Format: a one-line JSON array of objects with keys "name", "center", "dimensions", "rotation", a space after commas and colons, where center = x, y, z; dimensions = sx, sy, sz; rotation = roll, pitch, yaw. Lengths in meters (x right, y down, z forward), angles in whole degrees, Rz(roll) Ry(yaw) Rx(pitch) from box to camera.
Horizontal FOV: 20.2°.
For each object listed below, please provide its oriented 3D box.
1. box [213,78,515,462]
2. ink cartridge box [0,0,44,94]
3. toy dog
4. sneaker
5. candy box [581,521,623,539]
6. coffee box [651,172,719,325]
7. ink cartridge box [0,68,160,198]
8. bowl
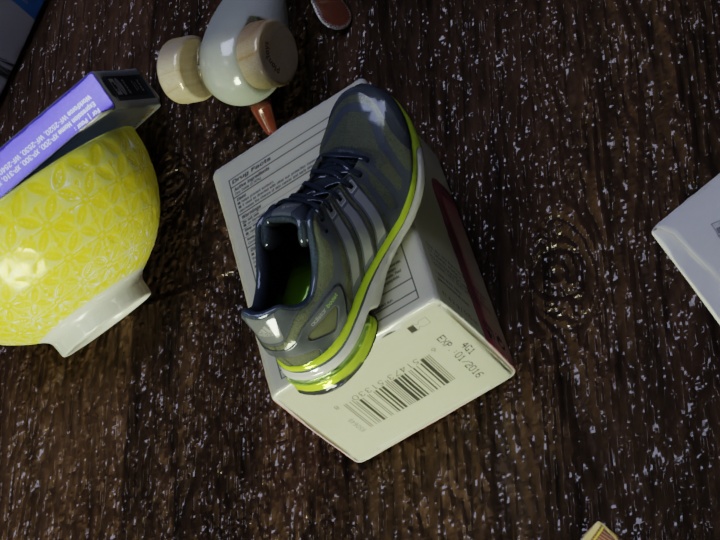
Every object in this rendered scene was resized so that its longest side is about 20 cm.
[{"name": "box", "center": [0.000, 0.000, 1.316], "dimensions": [0.128, 0.109, 0.200], "rotation": [-31, 48, 16]}, {"name": "ink cartridge box", "center": [-0.370, -0.187, 1.723], "dimensions": [0.146, 0.086, 0.200], "rotation": [5, 65, 38]}, {"name": "toy dog", "center": [-0.062, -0.181, 1.509], "dimensions": [0.132, 0.096, 0.200], "rotation": [18, 59, 45]}, {"name": "sneaker", "center": [-0.018, -0.030, 1.216], "dimensions": [0.074, 0.081, 0.200], "rotation": [-5, 60, 32]}, {"name": "candy box", "center": [0.156, 0.243, 1.085], "dimensions": [0.115, 0.055, 0.200], "rotation": [-46, 45, 3]}, {"name": "coffee box", "center": [0.305, 0.026, 1.014], "dimensions": [0.200, 0.198, 0.200], "rotation": [-38, 49, 9]}, {"name": "ink cartridge box", "center": [-0.250, -0.073, 1.506], "dimensions": [0.198, 0.200, 0.043], "rotation": [-39, 91, 9]}, {"name": "bowl", "center": [-0.214, -0.003, 1.461], "dimensions": [0.200, 0.200, 0.108], "rotation": [-36, 90, 12]}]
